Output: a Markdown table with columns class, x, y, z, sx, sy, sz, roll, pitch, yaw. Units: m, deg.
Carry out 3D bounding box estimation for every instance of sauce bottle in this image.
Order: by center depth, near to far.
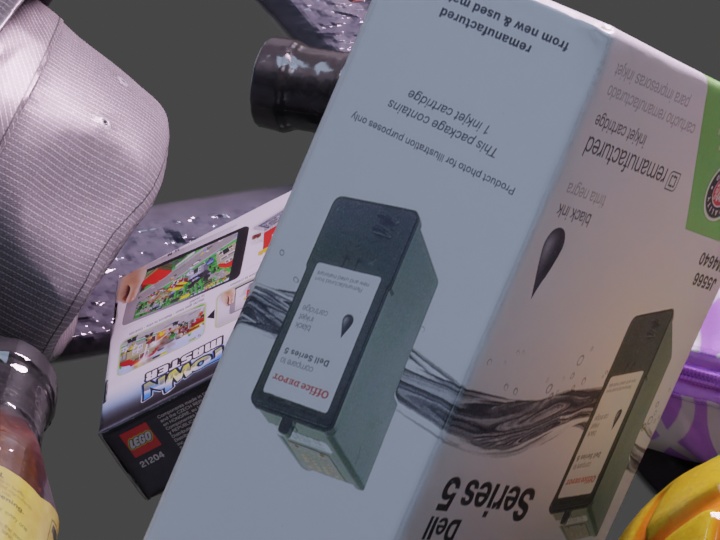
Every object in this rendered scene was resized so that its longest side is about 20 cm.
| class | x | y | z | sx | sy | sz | roll | pitch | yaw |
| --- | --- | --- | --- | --- | --- | --- | --- | --- | --- |
| sauce bottle | -0.131 | 0.089 | 0.873 | 0.066 | 0.066 | 0.200 | 2 | 31 | 3 |
| sauce bottle | 0.050 | -0.066 | 1.144 | 0.199 | 0.065 | 0.065 | 10 | 31 | 16 |

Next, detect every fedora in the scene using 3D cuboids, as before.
| class | x | y | z | sx | sy | sz | roll | pitch | yaw |
| --- | --- | --- | --- | --- | --- | --- | --- | --- | --- |
| fedora | -0.132 | -0.023 | 1.010 | 0.090 | 0.177 | 0.200 | 29 | 24 | -7 |

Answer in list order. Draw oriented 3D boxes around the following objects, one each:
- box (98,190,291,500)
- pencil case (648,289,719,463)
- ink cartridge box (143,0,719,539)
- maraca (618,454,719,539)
| class | x | y | z | sx | sy | sz | roll | pitch | yaw |
| --- | --- | --- | --- | --- | --- | --- | --- | --- | --- |
| box | 0.000 | 0.000 | 0.966 | 0.199 | 0.035 | 0.110 | -26 | 27 | 14 |
| pencil case | 0.138 | 0.034 | 0.949 | 0.199 | 0.084 | 0.085 | 15 | 3 | 25 |
| ink cartridge box | 0.035 | 0.019 | 0.818 | 0.084 | 0.201 | 0.145 | 26 | 6 | 30 |
| maraca | 0.145 | 0.120 | 0.764 | 0.107 | 0.138 | 0.200 | 27 | -2 | -43 |
